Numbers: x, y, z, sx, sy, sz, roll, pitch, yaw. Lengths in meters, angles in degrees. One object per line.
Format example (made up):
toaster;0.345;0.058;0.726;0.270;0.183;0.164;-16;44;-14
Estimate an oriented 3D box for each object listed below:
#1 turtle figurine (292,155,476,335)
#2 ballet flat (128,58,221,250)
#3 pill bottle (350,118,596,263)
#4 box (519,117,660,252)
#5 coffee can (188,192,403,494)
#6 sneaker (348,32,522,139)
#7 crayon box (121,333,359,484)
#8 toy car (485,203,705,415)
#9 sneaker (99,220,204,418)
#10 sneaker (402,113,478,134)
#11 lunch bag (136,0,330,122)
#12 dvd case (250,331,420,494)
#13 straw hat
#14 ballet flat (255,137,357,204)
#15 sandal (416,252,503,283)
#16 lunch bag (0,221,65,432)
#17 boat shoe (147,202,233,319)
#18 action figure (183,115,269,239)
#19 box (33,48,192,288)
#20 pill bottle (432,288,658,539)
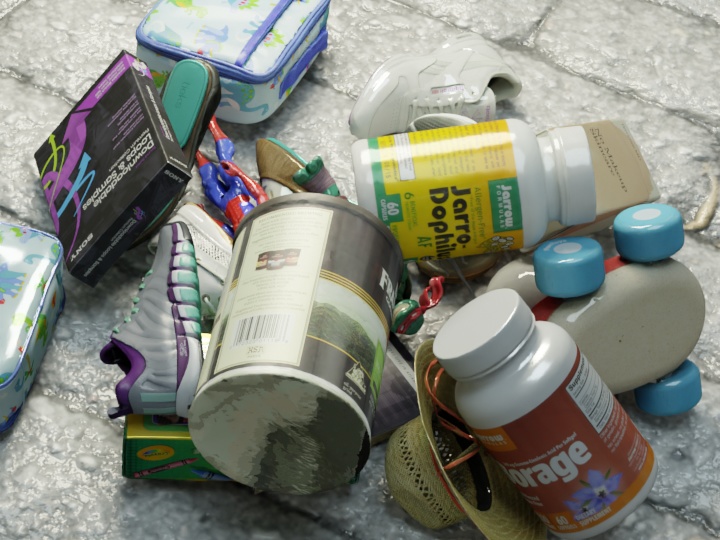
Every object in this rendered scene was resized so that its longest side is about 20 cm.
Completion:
turtle figurine;0.000;0.000;1.775;0.200;0.101;0.150;43;75;10
ballet flat;-0.180;-0.102;1.851;0.068;0.068;0.200;26;83;16
pill bottle;0.096;-0.069;1.689;0.199;0.113;0.113;-7;47;0
box;0.198;-0.082;1.837;0.200;0.078;0.095;-18;81;-62
coffee can;-0.050;0.058;1.596;0.146;0.147;0.200;10;47;1
sneaker;0.078;-0.177;1.989;0.200;0.075;0.100;-28;56;-30
crayon box;-0.100;0.116;1.676;0.199;0.058;0.119;2;46;-5
toy car;0.188;0.033;1.778;0.177;0.185;0.200;-22;25;-26
sneaker;-0.177;0.037;1.654;0.087;0.075;0.200;-5;47;-4
sneaker;0.072;-0.102;1.847;0.080;0.200;0.071;-12;81;-28
lunch bag;-0.125;-0.241;2.001;0.160;0.083;0.200;22;44;11
dvd case;-0.043;0.107;1.745;0.200;0.016;0.149;-21;52;-25
straw hat;0.068;0.165;1.654;0.085;0.201;0.201;-28;43;23
ballet flat;-0.043;-0.051;1.871;0.200;0.068;0.072;37;71;19
sandal;0.128;-0.053;1.895;0.200;0.054;0.080;-26;56;-29
lunch bag;-0.351;0.041;1.714;0.160;0.083;0.200;11;46;1
boat shoe;-0.122;0.018;1.785;0.069;0.071;0.200;-38;50;-14
action figure;-0.125;-0.072;1.869;0.052;0.065;0.200;13;33;-47
box;-0.230;-0.096;1.806;0.036;0.143;0.200;31;20;-37
pill bottle;0.149;0.116;1.624;0.200;0.112;0.112;52;45;-20
